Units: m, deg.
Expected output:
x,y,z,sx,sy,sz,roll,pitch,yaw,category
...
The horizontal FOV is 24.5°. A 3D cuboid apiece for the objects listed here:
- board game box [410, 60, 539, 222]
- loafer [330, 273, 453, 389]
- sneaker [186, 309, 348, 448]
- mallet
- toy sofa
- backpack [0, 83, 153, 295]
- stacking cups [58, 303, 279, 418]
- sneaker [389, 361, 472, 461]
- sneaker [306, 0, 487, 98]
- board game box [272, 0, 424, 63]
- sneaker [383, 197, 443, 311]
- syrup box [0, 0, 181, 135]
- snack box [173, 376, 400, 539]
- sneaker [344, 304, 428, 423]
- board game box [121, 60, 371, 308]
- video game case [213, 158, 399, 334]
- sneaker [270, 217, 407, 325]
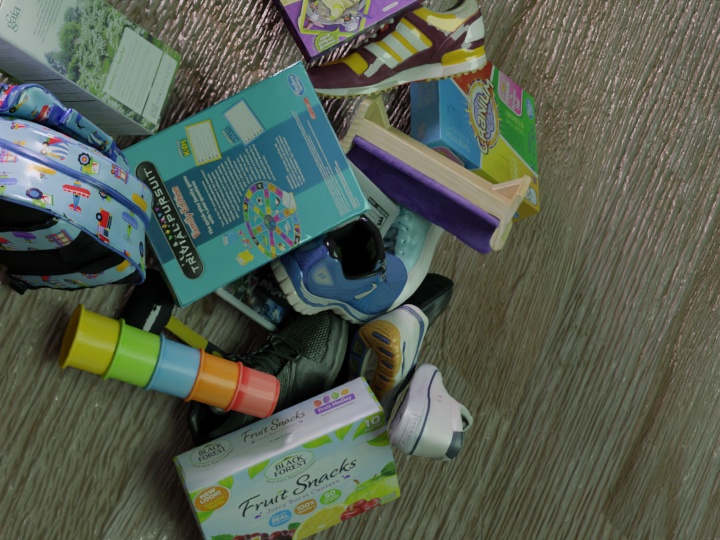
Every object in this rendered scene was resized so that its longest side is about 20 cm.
x,y,z,sx,sy,sz,roll,pitch,yaw,category
0.127,-0.163,1.831,0.199,0.040,0.155,30,51,-46,board game box
0.025,0.071,1.774,0.199,0.072,0.073,-33,128,-29,loafer
-0.092,0.100,1.596,0.200,0.076,0.114,-47,148,-7,sneaker
-0.153,0.061,1.597,0.199,0.041,0.067,32,75,-49,mallet
0.068,-0.091,1.690,0.098,0.199,0.083,-60,178,18,toy sofa
-0.255,-0.064,1.345,0.182,0.198,0.136,37,68,-42,backpack
-0.171,0.086,1.501,0.198,0.060,0.061,18,81,-20,stacking cups
0.071,0.146,1.616,0.200,0.070,0.074,-65,-179,-76,sneaker
0.030,-0.233,1.689,0.197,0.075,0.091,-13,106,-13,sneaker
0.003,-0.303,1.637,0.199,0.032,0.121,-29,85,-16,board game box
0.039,-0.047,1.774,0.082,0.073,0.201,49,51,-30,sneaker
-0.254,-0.193,1.418,0.199,0.081,0.080,32,70,-44,syrup box
-0.067,0.199,1.594,0.198,0.053,0.143,-23,136,-10,snack box
0.019,0.122,1.683,0.088,0.075,0.201,-33,156,-49,sneaker
-0.112,-0.079,1.519,0.198,0.047,0.152,-27,96,-11,board game box
-0.053,-0.025,1.639,0.183,0.023,0.200,-58,148,-5,video game case
0.000,0.000,1.602,0.199,0.089,0.079,1,59,-62,sneaker
